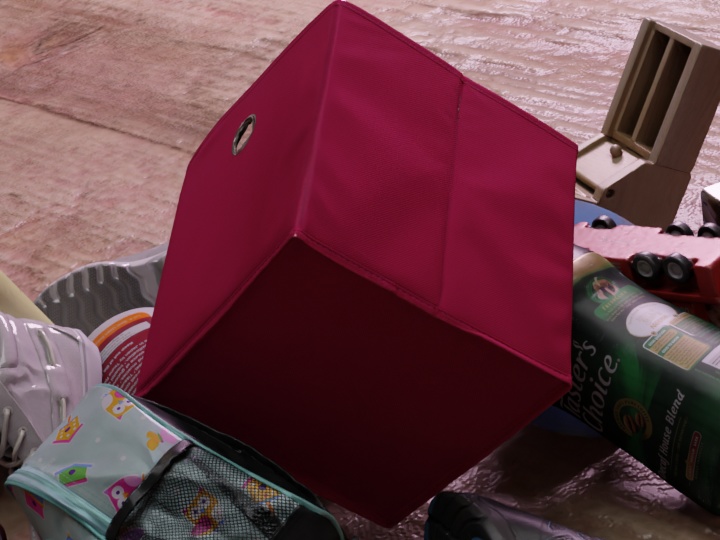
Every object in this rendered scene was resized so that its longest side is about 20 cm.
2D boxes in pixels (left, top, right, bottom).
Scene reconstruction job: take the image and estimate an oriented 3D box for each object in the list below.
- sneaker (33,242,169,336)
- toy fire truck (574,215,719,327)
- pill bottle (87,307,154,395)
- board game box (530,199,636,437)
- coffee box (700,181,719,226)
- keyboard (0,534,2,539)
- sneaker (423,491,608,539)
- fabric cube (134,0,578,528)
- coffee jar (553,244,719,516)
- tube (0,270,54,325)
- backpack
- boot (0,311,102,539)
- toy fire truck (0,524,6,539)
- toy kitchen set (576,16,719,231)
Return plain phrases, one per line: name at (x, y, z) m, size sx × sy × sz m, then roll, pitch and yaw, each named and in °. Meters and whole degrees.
sneaker at (-0.175, 0.020, 1.401) m, size 0.198 × 0.075 × 0.082 m, roll -18°, pitch 0°, yaw -7°
toy fire truck at (0.223, 0.040, 1.128) m, size 0.199 × 0.142 × 0.049 m, roll 6°, pitch 33°, yaw 47°
pill bottle at (-0.113, 0.109, 1.146) m, size 0.112 × 0.114 × 0.200 m, roll -25°, pitch 31°, yaw -23°
board game box at (0.146, 0.040, 1.205) m, size 0.157 × 0.039 × 0.201 m, roll 29°, pitch 55°, yaw 7°
coffee box at (0.323, 0.015, 1.143) m, size 0.079 × 0.114 × 0.200 m, roll -21°, pitch 31°, yaw -16°
keyboard at (-0.216, 0.191, 1.004) m, size 0.040 × 0.104 × 0.201 m, roll -37°, pitch 56°, yaw 22°
sneaker at (0.115, 0.185, 0.989) m, size 0.081 × 0.074 × 0.199 m, roll -3°, pitch 19°, yaw -38°
fabric cube at (0.000, 0.000, 1.035) m, size 0.196 × 0.199 × 0.200 m, roll -42°, pitch 28°, yaw 41°
coffee jar at (0.176, 0.064, 1.079) m, size 0.199 × 0.105 × 0.085 m, roll 32°, pitch 49°, yaw 34°
tube at (-0.234, 0.061, 1.215) m, size 0.052 × 0.200 × 0.058 m, roll -40°, pitch 52°, yaw -5°
backpack at (-0.107, 0.164, 0.949) m, size 0.200 × 0.176 × 0.153 m, roll 37°, pitch 73°, yaw 29°
boot at (-0.219, 0.123, 1.100) m, size 0.073 × 0.095 × 0.201 m, roll -32°, pitch 54°, yaw 33°
toy fire truck at (-0.306, 0.174, 1.067) m, size 0.200 × 0.112 × 0.168 m, roll 41°, pitch 31°, yaw 6°
toy kitchen set at (0.145, -0.130, 1.330) m, size 0.199 × 0.182 × 0.163 m, roll 11°, pitch 18°, yaw -29°
